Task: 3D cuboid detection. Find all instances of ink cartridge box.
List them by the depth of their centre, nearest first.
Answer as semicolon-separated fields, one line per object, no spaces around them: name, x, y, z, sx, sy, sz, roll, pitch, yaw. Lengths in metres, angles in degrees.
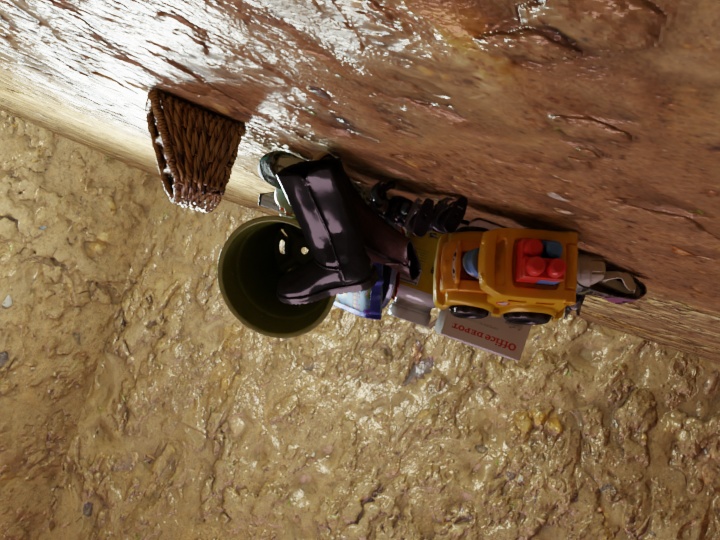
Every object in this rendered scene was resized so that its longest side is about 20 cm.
ink cartridge box;0.225;0.034;1.201;0.145;0.202;0.083;19;179;-1

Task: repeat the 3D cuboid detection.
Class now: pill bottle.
pill bottle;0.121;0.001;1.382;0.111;0.202;0.112;18;179;0

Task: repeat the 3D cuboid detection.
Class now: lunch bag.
lunch bag;0.000;0.000;1.308;0.093;0.152;0.200;2;-173;-16

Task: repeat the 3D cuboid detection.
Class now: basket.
basket;-0.280;-0.176;1.109;0.148;0.144;0.200;19;179;-21

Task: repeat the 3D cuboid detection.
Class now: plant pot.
plant pot;-0.117;-0.013;1.218;0.198;0.202;0.190;19;-161;4

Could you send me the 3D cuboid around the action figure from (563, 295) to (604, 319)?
action figure;0.365;0.031;1.303;0.118;0.103;0.200;31;179;-10

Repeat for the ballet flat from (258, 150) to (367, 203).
ballet flat;-0.072;-0.145;1.186;0.198;0.075;0.074;16;180;-17

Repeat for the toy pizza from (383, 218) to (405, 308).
toy pizza;0.054;-0.029;1.338;0.031;0.202;0.200;4;-178;-11

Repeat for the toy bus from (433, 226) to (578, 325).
toy bus;0.207;-0.003;1.000;0.198;0.137;0.192;5;171;2

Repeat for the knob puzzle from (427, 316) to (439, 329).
knob puzzle;0.226;0.021;1.349;0.031;0.219;0.220;53;-176;8

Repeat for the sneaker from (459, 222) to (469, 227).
sneaker;0.213;-0.033;1.336;0.075;0.082;0.199;16;179;37

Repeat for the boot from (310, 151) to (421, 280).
boot;0.011;-0.080;1.062;0.166;0.072;0.201;28;156;32

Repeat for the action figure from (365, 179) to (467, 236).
action figure;0.083;-0.092;1.095;0.129;0.070;0.200;12;-174;-21

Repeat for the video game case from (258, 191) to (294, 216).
video game case;-0.068;-0.127;1.396;0.179;0.026;0.199;19;-161;27

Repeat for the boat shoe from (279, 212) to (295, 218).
boat shoe;-0.086;-0.080;1.417;0.073;0.069;0.199;18;-168;31

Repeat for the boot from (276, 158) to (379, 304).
boot;-0.077;-0.054;1.028;0.163;0.201;0.066;-12;-145;14

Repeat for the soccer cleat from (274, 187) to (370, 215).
soccer cleat;-0.056;-0.139;1.266;0.198;0.078;0.069;-3;-158;-31

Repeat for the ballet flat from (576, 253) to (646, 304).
ballet flat;0.382;0.010;1.149;0.198;0.070;0.071;15;163;-27
